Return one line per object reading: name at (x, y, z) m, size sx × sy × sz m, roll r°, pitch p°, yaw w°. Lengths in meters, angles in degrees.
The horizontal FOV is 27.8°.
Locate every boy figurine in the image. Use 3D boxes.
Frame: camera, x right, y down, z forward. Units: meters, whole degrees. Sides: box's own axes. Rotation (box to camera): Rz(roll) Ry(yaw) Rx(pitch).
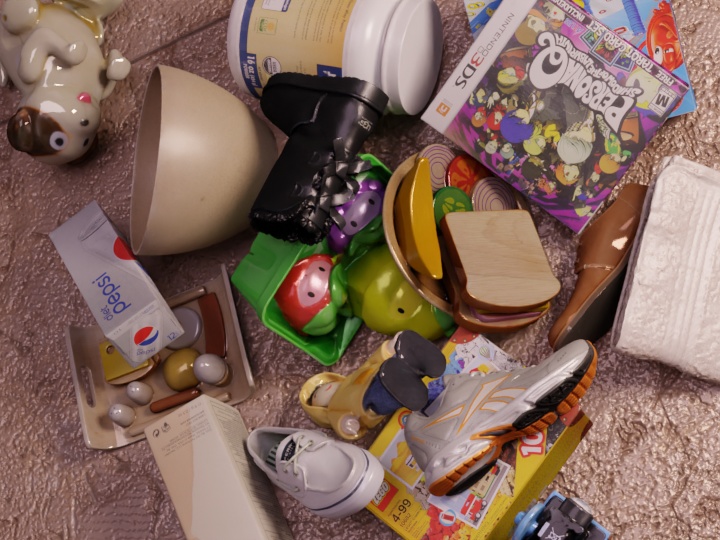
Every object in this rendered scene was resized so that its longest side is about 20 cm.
boy figurine at (0.008, 0.112, 1.417) m, size 0.064 × 0.200 × 0.125 m, roll 40°, pitch 62°, yaw -14°

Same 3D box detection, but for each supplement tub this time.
supplement tub at (-0.026, -0.241, 1.545) m, size 0.199 × 0.144 × 0.145 m, roll 12°, pitch 77°, yaw 22°

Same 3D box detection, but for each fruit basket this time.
fruit basket at (0.000, 0.000, 1.470) m, size 0.215 × 0.155 × 0.216 m, roll -17°, pitch 57°, yaw 28°

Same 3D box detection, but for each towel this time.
towel at (0.321, -0.001, 1.381) m, size 0.132 × 0.034 × 0.201 m, roll 17°, pitch 79°, yaw -9°

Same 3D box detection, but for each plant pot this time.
plant pot at (-0.163, -0.110, 1.544) m, size 0.134 × 0.200 × 0.201 m, roll 5°, pitch 72°, yaw -16°

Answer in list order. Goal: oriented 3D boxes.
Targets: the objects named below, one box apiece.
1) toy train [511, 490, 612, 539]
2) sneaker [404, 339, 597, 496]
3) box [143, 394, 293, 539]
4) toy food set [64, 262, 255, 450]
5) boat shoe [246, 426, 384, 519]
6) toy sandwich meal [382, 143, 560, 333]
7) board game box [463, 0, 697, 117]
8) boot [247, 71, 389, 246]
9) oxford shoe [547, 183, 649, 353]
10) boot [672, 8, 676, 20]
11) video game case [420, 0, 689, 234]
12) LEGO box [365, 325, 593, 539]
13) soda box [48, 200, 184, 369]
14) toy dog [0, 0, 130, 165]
toy train at (0.150, 0.295, 1.333) m, size 0.087 × 0.114 × 0.200 m, roll 35°, pitch 87°, yaw 21°
sneaker at (0.123, 0.115, 1.338) m, size 0.200 × 0.076 × 0.092 m, roll -37°, pitch 62°, yaw 3°
box at (-0.134, 0.235, 1.460) m, size 0.078 × 0.095 × 0.201 m, roll -30°, pitch 65°, yaw 9°
toy food set at (-0.215, 0.092, 1.550) m, size 0.199 × 0.060 × 0.144 m, roll -21°, pitch 68°, yaw 11°
boat shoe at (-0.054, 0.190, 1.401) m, size 0.200 × 0.067 × 0.074 m, roll -6°, pitch 50°, yaw 59°
toy sandwich meal at (0.112, -0.037, 1.423) m, size 0.070 × 0.204 × 0.206 m, roll -37°, pitch 55°, yaw 54°
board game box at (0.217, -0.232, 1.461) m, size 0.199 × 0.056 × 0.197 m, roll -15°, pitch 98°, yaw 14°
boot at (-0.063, -0.110, 1.444) m, size 0.198 × 0.073 × 0.163 m, roll 10°, pitch 71°, yaw 53°
oxford shoe at (0.235, 0.000, 1.427) m, size 0.071 × 0.071 × 0.200 m, roll 28°, pitch 73°, yaw 29°
boot at (0.218, -0.298, 1.516) m, size 0.174 × 0.069 × 0.201 m, roll -22°, pitch 76°, yaw 11°
video game case at (0.190, -0.166, 1.432) m, size 0.200 × 0.036 × 0.182 m, roll 37°, pitch 108°, yaw 2°
LEGO box at (0.104, 0.177, 1.405) m, size 0.149 × 0.077 × 0.200 m, roll 35°, pitch 87°, yaw 24°
soda box at (-0.263, 0.012, 1.552) m, size 0.068 × 0.064 × 0.200 m, roll -36°, pitch 44°, yaw -3°
toy dog at (-0.355, -0.220, 1.658) m, size 0.193 × 0.139 × 0.201 m, roll -23°, pitch 67°, yaw 25°
